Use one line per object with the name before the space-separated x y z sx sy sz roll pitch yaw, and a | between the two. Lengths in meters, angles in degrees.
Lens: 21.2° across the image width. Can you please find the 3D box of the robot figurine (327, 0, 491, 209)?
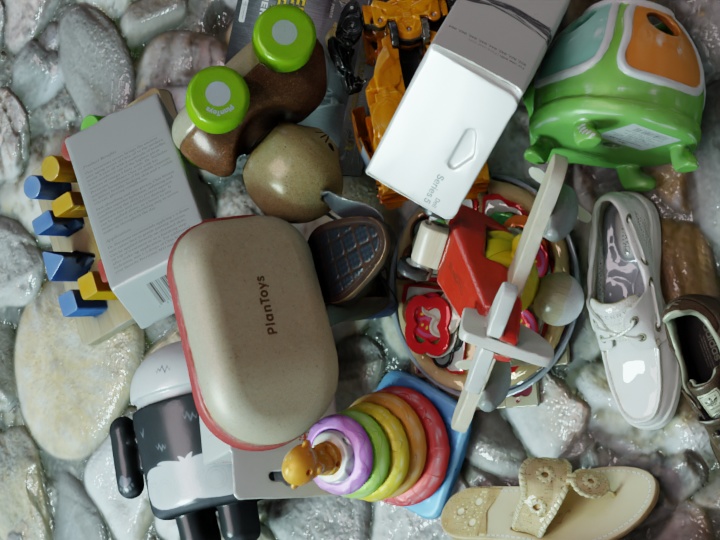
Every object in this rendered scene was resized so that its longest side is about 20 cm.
robot figurine | 0.048 -0.158 1.700 0.144 0.058 0.201 -6 68 -7

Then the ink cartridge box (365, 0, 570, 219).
ink cartridge box | 0.094 -0.160 1.559 0.084 0.200 0.146 29 131 1

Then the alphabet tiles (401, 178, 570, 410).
alphabet tiles | 0.109 0.024 1.717 0.166 0.006 0.202 -7 85 35

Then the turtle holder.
turtle holder | 0.209 -0.143 1.585 0.140 0.186 0.133 8 78 0

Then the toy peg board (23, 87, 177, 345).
toy peg board | -0.263 -0.054 1.935 0.199 0.098 0.201 -29 72 32

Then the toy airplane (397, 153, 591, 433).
toy airplane | 0.125 0.021 1.580 0.200 0.140 0.201 148 128 -62

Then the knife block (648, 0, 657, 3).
knife block | 0.220 -0.313 1.609 0.199 0.064 0.177 26 103 34

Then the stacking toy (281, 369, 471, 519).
stacking toy | -0.005 0.160 1.677 0.109 0.199 0.117 27 109 33

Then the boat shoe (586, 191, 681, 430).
boat shoe | 0.217 0.034 1.599 0.070 0.069 0.202 -11 84 32

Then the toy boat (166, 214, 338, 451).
toy boat | -0.103 0.059 1.662 0.131 0.130 0.201 -40 60 60

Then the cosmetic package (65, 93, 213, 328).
cosmetic package | -0.194 -0.056 1.767 0.101 0.071 0.201 -25 51 4

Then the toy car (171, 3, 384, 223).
toy car | -0.051 -0.106 1.694 0.158 0.164 0.200 -43 88 -12

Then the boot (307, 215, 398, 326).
boot | 0.000 0.000 1.698 0.200 0.096 0.075 -36 65 53

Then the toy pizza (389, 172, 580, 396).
toy pizza | 0.103 0.014 1.698 0.199 0.032 0.202 -1 88 36

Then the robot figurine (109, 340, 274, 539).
robot figurine | -0.150 0.165 1.834 0.125 0.149 0.201 -30 71 60

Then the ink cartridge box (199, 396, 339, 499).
ink cartridge box | -0.087 0.115 1.768 0.068 0.114 0.201 -31 61 58

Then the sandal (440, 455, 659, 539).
sandal | 0.144 0.192 1.634 0.211 0.070 0.078 -13 48 37

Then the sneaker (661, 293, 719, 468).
sneaker | 0.290 0.114 1.541 0.070 0.075 0.201 -34 70 30

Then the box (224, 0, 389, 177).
box | -0.052 -0.201 1.813 0.158 0.048 0.201 19 100 35
